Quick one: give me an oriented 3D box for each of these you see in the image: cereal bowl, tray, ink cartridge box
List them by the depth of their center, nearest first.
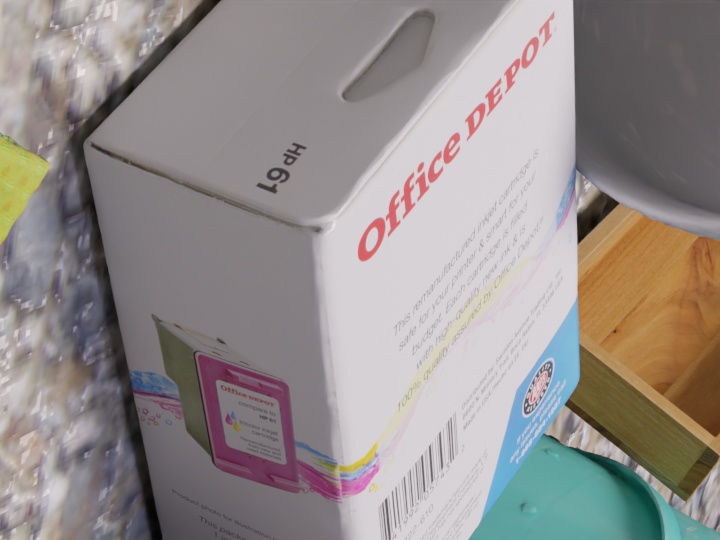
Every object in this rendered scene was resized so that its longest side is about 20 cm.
[{"bbox_3d":[0.000,0.000,0.802,0.145,0.084,0.200,-50,151,-35],"label":"ink cartridge box"},{"bbox_3d":[0.149,-0.100,0.838,0.083,0.200,0.201,19,92,-53],"label":"cereal bowl"},{"bbox_3d":[0.149,0.004,1.087,0.200,0.099,0.037,-42,166,-45],"label":"tray"}]

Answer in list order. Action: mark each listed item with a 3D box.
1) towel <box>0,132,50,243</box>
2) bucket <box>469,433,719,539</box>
[{"bbox_3d":[-0.149,0.038,0.604,0.201,0.023,0.144,-64,154,-9],"label":"towel"},{"bbox_3d":[0.071,0.169,1.021,0.207,0.134,0.208,-45,146,-41],"label":"bucket"}]
